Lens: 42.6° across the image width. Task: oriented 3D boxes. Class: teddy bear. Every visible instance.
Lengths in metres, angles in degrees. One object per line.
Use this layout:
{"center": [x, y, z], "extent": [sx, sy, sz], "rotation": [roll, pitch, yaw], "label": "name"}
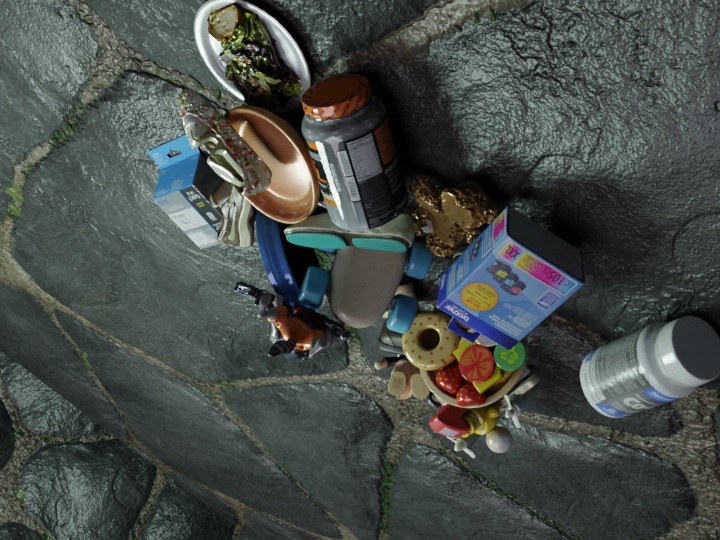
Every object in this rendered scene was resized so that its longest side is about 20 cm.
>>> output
{"center": [0.134, -0.084, 1.373], "extent": [0.145, 0.067, 0.200], "rotation": [37, 156, 12], "label": "teddy bear"}

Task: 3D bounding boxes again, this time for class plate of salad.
{"center": [-0.164, -0.304, 1.345], "extent": [0.200, 0.048, 0.200], "rotation": [23, 146, 16], "label": "plate of salad"}

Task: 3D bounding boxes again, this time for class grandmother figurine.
{"center": [0.086, 0.176, 1.663], "extent": [0.121, 0.200, 0.061], "rotation": [14, 102, 5], "label": "grandmother figurine"}

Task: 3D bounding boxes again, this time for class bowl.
{"center": [-0.115, -0.020, 1.564], "extent": [0.039, 0.201, 0.201], "rotation": [-19, 128, 13], "label": "bowl"}

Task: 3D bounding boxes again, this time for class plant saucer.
{"center": [-0.135, -0.165, 1.410], "extent": [0.200, 0.037, 0.200], "rotation": [28, 141, 26], "label": "plant saucer"}

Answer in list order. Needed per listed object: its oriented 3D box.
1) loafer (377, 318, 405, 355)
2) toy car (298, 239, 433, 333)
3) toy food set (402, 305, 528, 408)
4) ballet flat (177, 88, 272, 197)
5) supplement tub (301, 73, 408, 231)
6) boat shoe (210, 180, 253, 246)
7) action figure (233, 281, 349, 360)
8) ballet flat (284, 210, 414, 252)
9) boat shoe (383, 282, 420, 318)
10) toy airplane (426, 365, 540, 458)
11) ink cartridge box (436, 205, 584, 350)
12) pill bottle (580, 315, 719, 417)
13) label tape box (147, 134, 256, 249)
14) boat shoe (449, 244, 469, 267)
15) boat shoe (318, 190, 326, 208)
{"center": [0.122, 0.117, 1.630], "extent": [0.200, 0.073, 0.072], "rotation": [6, 110, 21], "label": "loafer"}
{"center": [0.000, 0.000, 1.545], "extent": [0.184, 0.177, 0.200], "rotation": [17, -179, -8], "label": "toy car"}
{"center": [0.177, 0.121, 1.499], "extent": [0.049, 0.198, 0.200], "rotation": [25, -152, -58], "label": "toy food set"}
{"center": [-0.215, -0.190, 1.384], "extent": [0.200, 0.064, 0.076], "rotation": [45, 146, 5], "label": "ballet flat"}
{"center": [-0.010, -0.167, 1.309], "extent": [0.122, 0.123, 0.200], "rotation": [9, 132, 34], "label": "supplement tub"}
{"center": [-0.215, -0.120, 1.558], "extent": [0.075, 0.075, 0.203], "rotation": [3, 129, -6], "label": "boat shoe"}
{"center": [-0.125, 0.091, 1.439], "extent": [0.200, 0.105, 0.193], "rotation": [23, 169, 6], "label": "action figure"}
{"center": [-0.015, -0.065, 1.401], "extent": [0.199, 0.062, 0.067], "rotation": [5, 158, 11], "label": "ballet flat"}
{"center": [0.027, 0.050, 1.648], "extent": [0.200, 0.071, 0.065], "rotation": [-4, 97, 45], "label": "boat shoe"}
{"center": [0.226, 0.244, 1.589], "extent": [0.141, 0.199, 0.200], "rotation": [67, -172, 20], "label": "toy airplane"}
{"center": [0.202, 0.024, 1.318], "extent": [0.136, 0.076, 0.200], "rotation": [30, 130, -13], "label": "ink cartridge box"}
{"center": [0.425, 0.141, 1.354], "extent": [0.114, 0.114, 0.200], "rotation": [38, 149, -7], "label": "pill bottle"}
{"center": [-0.304, -0.137, 1.682], "extent": [0.144, 0.063, 0.200], "rotation": [-11, 128, 48], "label": "label tape box"}
{"center": [0.218, 0.005, 1.392], "extent": [0.202, 0.075, 0.075], "rotation": [-5, 131, 46], "label": "boat shoe"}
{"center": [-0.074, -0.142, 1.472], "extent": [0.200, 0.072, 0.072], "rotation": [35, 155, 16], "label": "boat shoe"}
